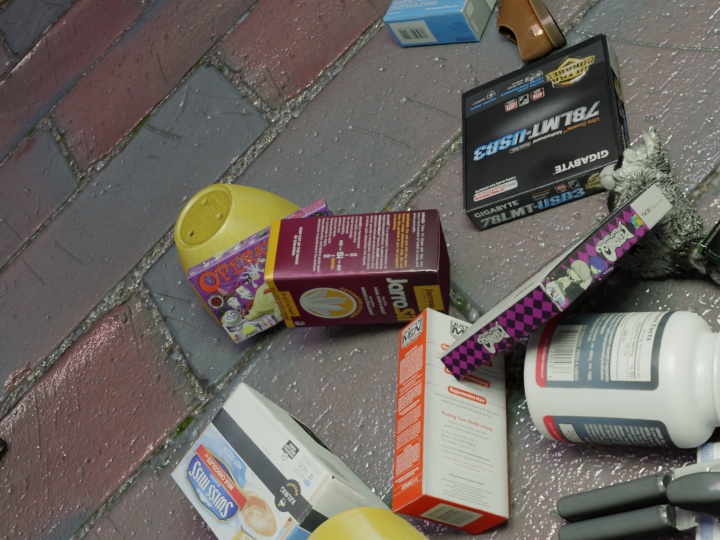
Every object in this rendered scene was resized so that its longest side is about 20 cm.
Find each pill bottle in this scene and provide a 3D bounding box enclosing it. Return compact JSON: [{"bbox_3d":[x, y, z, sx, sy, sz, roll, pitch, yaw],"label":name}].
[{"bbox_3d":[0.260,0.098,0.845,0.198,0.120,0.121,-3,58,37],"label":"pill bottle"}]

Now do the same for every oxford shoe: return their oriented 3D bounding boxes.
[{"bbox_3d":[0.207,-0.356,1.259,0.071,0.071,0.202,-33,46,21],"label":"oxford shoe"}]

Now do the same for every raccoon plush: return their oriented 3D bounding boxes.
[{"bbox_3d":[0.330,-0.056,0.957,0.199,0.097,0.134,30,62,16],"label":"raccoon plush"}]

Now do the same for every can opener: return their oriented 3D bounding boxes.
[{"bbox_3d":[0.248,0.195,0.801,0.199,0.066,0.053,-30,42,42],"label":"can opener"}]

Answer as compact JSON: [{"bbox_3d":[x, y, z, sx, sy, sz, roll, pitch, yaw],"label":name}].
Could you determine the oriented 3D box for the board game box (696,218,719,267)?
[{"bbox_3d":[0.413,-0.066,0.871,0.104,0.024,0.200,36,79,21],"label":"board game box"}]

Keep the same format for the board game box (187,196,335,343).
[{"bbox_3d":[-0.103,0.003,1.183,0.198,0.121,0.032,-27,27,10],"label":"board game box"}]

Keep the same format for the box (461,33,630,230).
[{"bbox_3d":[0.217,-0.165,1.125,0.198,0.050,0.201,-18,49,29],"label":"box"}]

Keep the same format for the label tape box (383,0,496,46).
[{"bbox_3d":[0.137,-0.426,1.369,0.142,0.066,0.202,6,61,41],"label":"label tape box"}]

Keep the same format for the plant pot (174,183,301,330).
[{"bbox_3d":[-0.168,-0.036,1.266,0.198,0.142,0.202,-21,48,25],"label":"plant pot"}]

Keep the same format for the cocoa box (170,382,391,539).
[{"bbox_3d":[-0.084,0.242,1.001,0.132,0.133,0.199,-51,42,-4],"label":"cocoa box"}]

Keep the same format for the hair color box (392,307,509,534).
[{"bbox_3d":[0.091,0.149,0.945,0.061,0.100,0.202,-44,33,48],"label":"hair color box"}]

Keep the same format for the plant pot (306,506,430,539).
[{"bbox_3d":[0.026,0.316,0.832,0.201,0.201,0.189,-46,27,0],"label":"plant pot"}]

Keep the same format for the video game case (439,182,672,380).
[{"bbox_3d":[0.181,0.014,0.895,0.181,0.036,0.200,-37,-6,-32],"label":"video game case"}]

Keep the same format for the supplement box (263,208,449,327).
[{"bbox_3d":[0.000,0.000,1.084,0.197,0.111,0.087,-3,56,11],"label":"supplement box"}]

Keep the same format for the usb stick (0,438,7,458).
[{"bbox_3d":[-0.601,0.340,1.416,0.055,0.033,0.202,15,70,36],"label":"usb stick"}]

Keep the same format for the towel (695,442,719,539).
[{"bbox_3d":[0.368,0.203,0.752,0.198,0.024,0.148,-10,54,32],"label":"towel"}]
